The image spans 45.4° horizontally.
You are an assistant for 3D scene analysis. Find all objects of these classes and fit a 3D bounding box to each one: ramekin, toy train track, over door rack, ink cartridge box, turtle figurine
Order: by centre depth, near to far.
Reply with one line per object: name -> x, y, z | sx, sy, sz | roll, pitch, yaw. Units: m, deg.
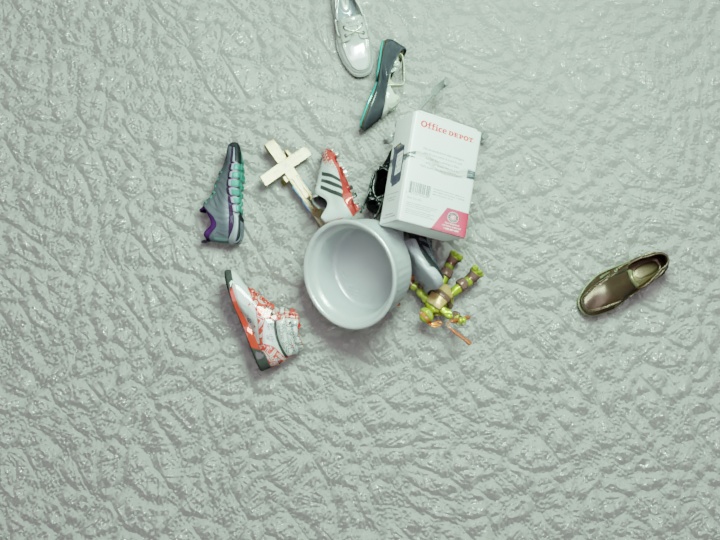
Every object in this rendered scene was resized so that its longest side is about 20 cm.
ink cartridge box -> 0.128, -0.169, 1.570 | 0.142, 0.084, 0.204 | 13, 82, -23
ramekin -> 0.000, 0.000, 1.600 | 0.197, 0.097, 0.205 | 7, 104, 30
turtle figurine -> 0.166, 0.051, 1.652 | 0.199, 0.065, 0.162 | 33, 70, 27
over door rack -> 0.143, -0.254, 1.685 | 0.148, 0.066, 0.200 | 50, 61, -14
toy train track -> -0.126, -0.169, 1.705 | 0.114, 0.033, 0.201 | -35, 88, -16

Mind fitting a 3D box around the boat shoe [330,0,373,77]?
boat shoe -> -0.020, -0.496, 1.752 | 0.070, 0.069, 0.204 | -15, 80, -7

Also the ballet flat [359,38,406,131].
ballet flat -> 0.052, -0.371, 1.733 | 0.072, 0.073, 0.204 | 14, 76, 0

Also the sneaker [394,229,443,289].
sneaker -> 0.129, -0.061, 1.649 | 0.112, 0.076, 0.201 | -27, 57, -12

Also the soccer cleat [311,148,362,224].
soccer cleat -> -0.060, -0.163, 1.650 | 0.084, 0.069, 0.202 | -26, 45, 4

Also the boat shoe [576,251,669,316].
boat shoe -> 0.512, 0.019, 1.672 | 0.200, 0.075, 0.075 | -32, 82, -8

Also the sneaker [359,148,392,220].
sneaker -> 0.057, -0.181, 1.676 | 0.059, 0.104, 0.202 | 29, 79, 4

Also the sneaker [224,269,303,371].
sneaker -> -0.179, 0.078, 1.635 | 0.106, 0.067, 0.204 | -23, 84, -8

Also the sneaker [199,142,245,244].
sneaker -> -0.272, -0.152, 1.673 | 0.086, 0.074, 0.204 | -1, 79, 2
